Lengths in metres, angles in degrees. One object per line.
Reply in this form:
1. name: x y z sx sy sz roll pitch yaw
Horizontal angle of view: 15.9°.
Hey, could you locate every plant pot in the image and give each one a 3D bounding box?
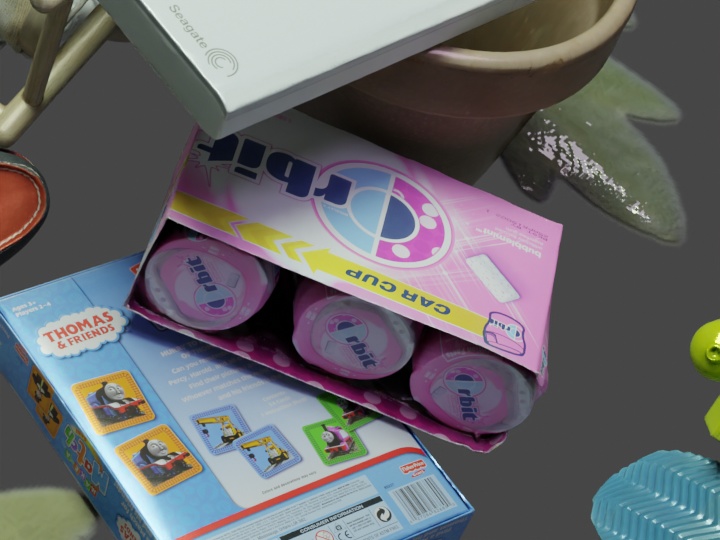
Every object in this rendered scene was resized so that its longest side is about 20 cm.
1. plant pot: 0.023 -0.116 1.325 0.200 0.175 0.200 10 47 -11

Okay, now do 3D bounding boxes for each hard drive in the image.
1. hard drive: -0.026 -0.146 1.192 0.200 0.027 0.132 -26 67 -35

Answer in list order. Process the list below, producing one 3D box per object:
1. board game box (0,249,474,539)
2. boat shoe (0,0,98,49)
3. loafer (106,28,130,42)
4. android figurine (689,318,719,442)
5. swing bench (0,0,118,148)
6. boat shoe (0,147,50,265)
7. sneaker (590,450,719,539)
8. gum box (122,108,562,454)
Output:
1. board game box: -0.064 0.073 1.221 0.151 0.037 0.200 -20 59 -33
2. boat shoe: -0.231 -0.133 1.321 0.202 0.075 0.086 9 47 -9
3. loafer: -0.055 -0.162 1.400 0.200 0.068 0.076 -11 84 -20
4. android figurine: 0.237 0.085 1.251 0.182 0.041 0.200 37 16 15
5. swing bench: -0.178 -0.206 1.267 0.199 0.130 0.200 38 54 6
6. boat shoe: -0.233 -0.014 1.205 0.200 0.063 0.071 -15 95 -26
7. sneaker: 0.186 0.157 1.210 0.077 0.081 0.200 -39 47 -17
8. gum box: 0.000 0.000 1.243 0.200 0.066 0.114 22 39 -7
